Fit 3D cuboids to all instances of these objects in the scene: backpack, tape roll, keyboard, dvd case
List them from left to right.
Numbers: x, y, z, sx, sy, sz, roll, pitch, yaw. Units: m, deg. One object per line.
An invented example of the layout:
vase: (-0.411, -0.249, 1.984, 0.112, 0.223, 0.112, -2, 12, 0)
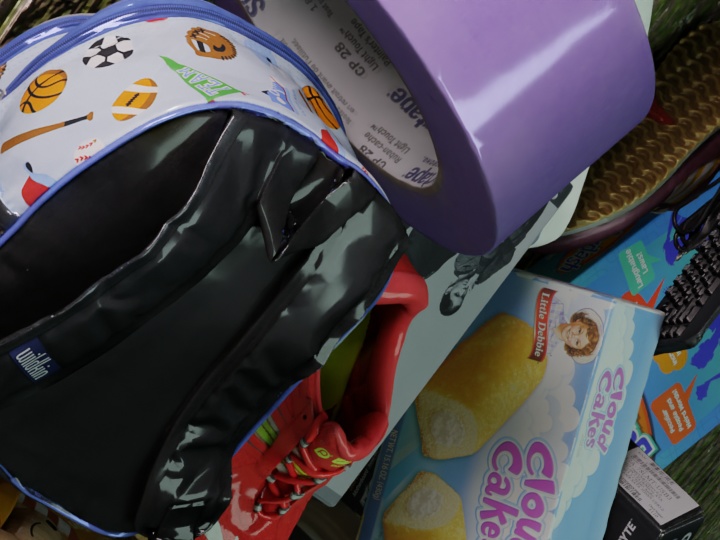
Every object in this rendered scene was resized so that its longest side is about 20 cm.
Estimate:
backpack: (-0.086, -0.009, 0.957, 0.190, 0.155, 0.200, -36, 140, 17)
dvd case: (0.000, 0.000, 1.173, 0.200, 0.025, 0.150, -52, 134, -2)
tape roll: (0.016, -0.109, 0.954, 0.085, 0.200, 0.200, -40, 154, -12)
keyboard: (0.208, -0.037, 1.364, 0.200, 0.040, 0.104, -50, -172, -18)

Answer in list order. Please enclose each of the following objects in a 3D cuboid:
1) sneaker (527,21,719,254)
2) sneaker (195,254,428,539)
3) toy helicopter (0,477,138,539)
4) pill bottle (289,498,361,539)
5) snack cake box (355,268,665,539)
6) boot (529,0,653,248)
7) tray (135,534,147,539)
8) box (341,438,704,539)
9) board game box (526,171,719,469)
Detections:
sneaker: (0.155, -0.055, 1.392, 0.199, 0.075, 0.090, -33, 151, -22)
sneaker: (-0.031, 0.074, 1.113, 0.077, 0.085, 0.201, 14, 104, -40)
toy helicopter: (-0.129, 0.123, 1.077, 0.079, 0.132, 0.200, -51, 167, 3)
pill bottle: (-0.075, 0.194, 1.331, 0.200, 0.116, 0.117, -31, 154, -57)
snack cake box: (0.075, 0.101, 1.320, 0.067, 0.114, 0.202, 14, 91, -57)
boot: (0.077, -0.095, 1.225, 0.090, 0.073, 0.201, -3, 123, -30)
tray: (-0.045, 0.073, 1.263, 0.200, 0.037, 0.099, -41, -174, -9)
box: (0.076, 0.147, 1.419, 0.049, 0.199, 0.201, -13, 139, -45)
board game box: (0.171, 0.039, 1.501, 0.199, 0.045, 0.153, -36, 120, -20)
